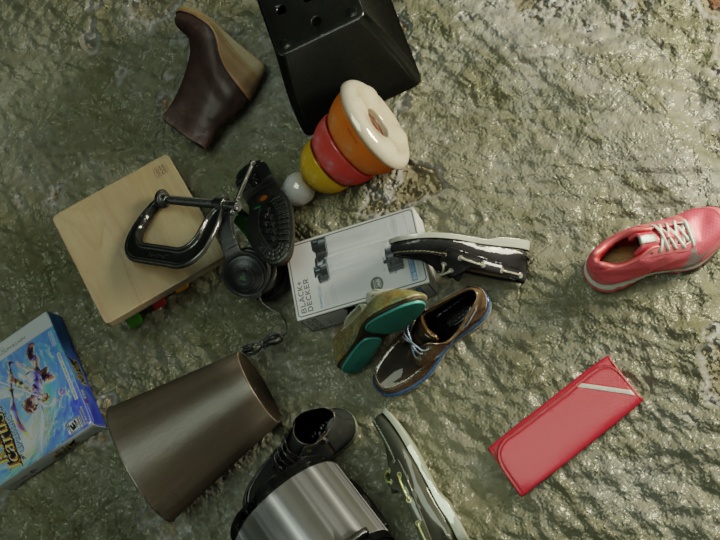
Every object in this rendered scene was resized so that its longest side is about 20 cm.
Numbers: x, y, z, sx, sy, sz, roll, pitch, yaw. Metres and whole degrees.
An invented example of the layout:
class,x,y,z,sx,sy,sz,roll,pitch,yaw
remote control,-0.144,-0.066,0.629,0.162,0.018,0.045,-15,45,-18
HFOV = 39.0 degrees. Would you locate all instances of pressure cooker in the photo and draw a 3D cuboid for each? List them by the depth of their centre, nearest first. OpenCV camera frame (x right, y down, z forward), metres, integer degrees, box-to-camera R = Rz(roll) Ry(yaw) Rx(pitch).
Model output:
class,x,y,z,sx,sy,sz,roll,pitch,yaw
pressure cooker,-0.048,0.361,1.278,0.179,0.176,0.200,-45,63,5

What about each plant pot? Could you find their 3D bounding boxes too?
class,x,y,z,sx,sy,sz,roll,pitch,yaw
plant pot,-0.047,-0.353,1.479,0.197,0.177,0.203,-22,70,9

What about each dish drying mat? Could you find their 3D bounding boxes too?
class,x,y,z,sx,sy,sz,roll,pitch,yaw
dish drying mat,0.263,0.199,1.310,0.199,0.018,0.077,-39,68,4

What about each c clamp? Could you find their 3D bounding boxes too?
class,x,y,z,sx,sy,sz,roll,pitch,yaw
c clamp,-0.248,-0.076,1.445,0.197,0.027,0.174,1,62,35

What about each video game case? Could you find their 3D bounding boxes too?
class,x,y,z,sx,sy,sz,roll,pitch,yaw
video game case,-0.501,0.196,1.538,0.180,0.045,0.202,-33,68,7

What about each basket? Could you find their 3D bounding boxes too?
class,x,y,z,sx,sy,sz,roll,pitch,yaw
basket,-0.222,0.212,1.401,0.198,0.136,0.182,-33,80,2

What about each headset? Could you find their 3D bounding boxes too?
class,x,y,z,sx,sy,sz,roll,pitch,yaw
headset,-0.159,0.014,1.443,0.093,0.123,0.203,-26,76,15

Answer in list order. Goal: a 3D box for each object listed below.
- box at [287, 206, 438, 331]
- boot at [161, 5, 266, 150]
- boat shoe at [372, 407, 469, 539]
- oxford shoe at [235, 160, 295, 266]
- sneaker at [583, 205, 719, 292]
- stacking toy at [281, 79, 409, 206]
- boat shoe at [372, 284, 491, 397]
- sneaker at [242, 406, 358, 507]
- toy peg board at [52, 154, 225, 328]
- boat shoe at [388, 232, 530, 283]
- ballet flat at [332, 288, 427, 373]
class,x,y,z,sx,sy,sz,roll,pitch,yaw
box,0.000,0.000,1.426,0.196,0.060,0.119,-15,70,13
boot,-0.260,-0.304,1.588,0.199,0.072,0.167,39,87,19
boat shoe,0.066,0.275,1.322,0.060,0.072,0.204,-32,72,1
oxford shoe,-0.119,-0.069,1.438,0.072,0.085,0.202,-25,42,7
sneaker,0.380,-0.029,1.300,0.197,0.087,0.075,-23,70,10
stacking toy,-0.041,-0.163,1.466,0.199,0.145,0.148,-34,67,23
boat shoe,0.087,0.088,1.367,0.200,0.072,0.072,-44,67,2
sneaker,-0.097,0.252,1.360,0.200,0.106,0.075,-46,67,1
toy peg board,-0.324,-0.031,1.534,0.197,0.098,0.202,-30,68,-10
boat shoe,0.132,-0.015,1.354,0.196,0.074,0.062,4,85,-18
ballet flat,0.018,0.065,1.356,0.200,0.070,0.072,-49,58,45
